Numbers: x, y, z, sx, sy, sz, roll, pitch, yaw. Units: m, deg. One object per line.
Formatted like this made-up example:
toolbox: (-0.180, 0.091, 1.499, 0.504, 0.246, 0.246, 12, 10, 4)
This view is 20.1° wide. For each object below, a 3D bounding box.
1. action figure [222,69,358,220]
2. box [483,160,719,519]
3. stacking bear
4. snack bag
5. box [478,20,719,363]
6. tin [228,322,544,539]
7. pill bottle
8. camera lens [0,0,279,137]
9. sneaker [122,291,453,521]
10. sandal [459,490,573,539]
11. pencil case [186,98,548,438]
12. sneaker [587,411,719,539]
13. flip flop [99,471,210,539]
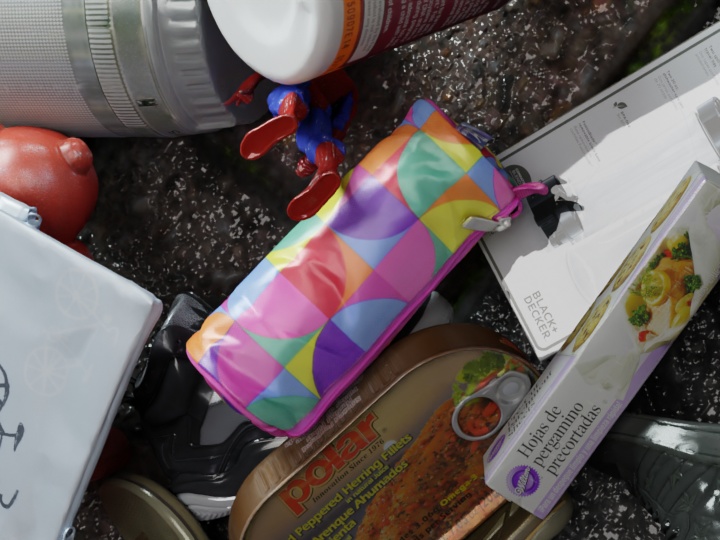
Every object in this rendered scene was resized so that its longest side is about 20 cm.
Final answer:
action figure: (-0.034, -0.088, 1.116, 0.052, 0.200, 0.065, -38, 104, 18)
box: (0.134, 0.037, 1.052, 0.039, 0.041, 0.200, 32, 106, -7)
stacking bear: (-0.195, 0.015, 1.167, 0.121, 0.114, 0.201, 13, 106, 21)
snack bag: (-0.213, 0.048, 1.108, 0.200, 0.021, 0.189, 27, 106, 16)
box: (0.164, -0.045, 1.101, 0.200, 0.060, 0.117, -32, 74, 15)
tin: (0.015, 0.111, 1.103, 0.200, 0.112, 0.042, -42, 37, 7)
pill bottle: (0.023, -0.181, 1.088, 0.114, 0.200, 0.114, 34, 136, 41)
camera lens: (-0.156, -0.157, 1.176, 0.199, 0.160, 0.160, 2, 85, 20)
sneaker: (-0.051, 0.049, 1.141, 0.200, 0.076, 0.114, -36, 102, 16)
sandal: (0.050, 0.196, 1.117, 0.200, 0.080, 0.054, -44, 104, 3)
pencil case: (0.000, 0.000, 1.067, 0.200, 0.088, 0.088, -46, 72, 2)
sneaker: (0.174, 0.132, 1.028, 0.200, 0.060, 0.104, 0, 69, 53)
flip flop: (-0.108, 0.210, 1.159, 0.081, 0.057, 0.200, -33, 74, 59)
